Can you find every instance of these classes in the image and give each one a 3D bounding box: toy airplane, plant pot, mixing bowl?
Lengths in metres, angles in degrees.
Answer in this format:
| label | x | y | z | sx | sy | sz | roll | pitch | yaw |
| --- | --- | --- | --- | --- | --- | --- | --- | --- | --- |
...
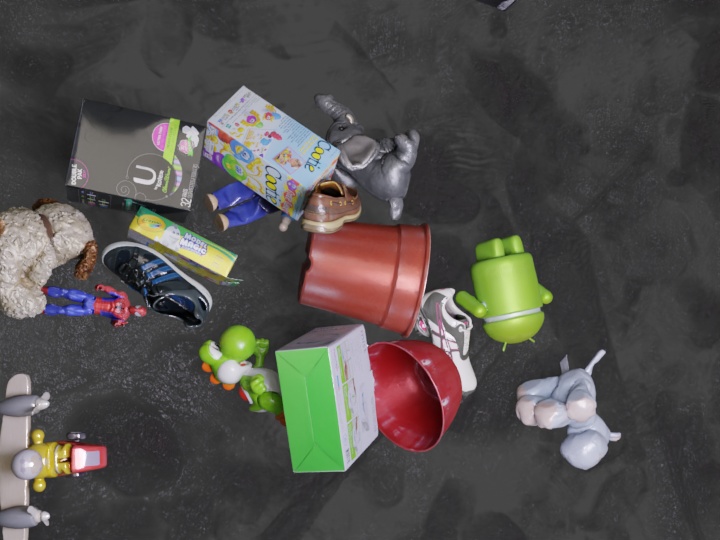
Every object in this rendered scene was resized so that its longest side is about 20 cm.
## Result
| label | x | y | z | sx | sy | sz | roll | pitch | yaw |
| --- | --- | --- | --- | --- | --- | --- | --- | --- | --- |
| toy airplane | -0.515 | 0.287 | 1.380 | 0.200 | 0.141 | 0.199 | 47 | 74 | -7 |
| plant pot | 0.000 | 0.000 | 1.550 | 0.195 | 0.201 | 0.201 | 10 | 80 | -7 |
| mixing bowl | 0.101 | 0.196 | 1.562 | 0.108 | 0.200 | 0.201 | -25 | 90 | -38 |

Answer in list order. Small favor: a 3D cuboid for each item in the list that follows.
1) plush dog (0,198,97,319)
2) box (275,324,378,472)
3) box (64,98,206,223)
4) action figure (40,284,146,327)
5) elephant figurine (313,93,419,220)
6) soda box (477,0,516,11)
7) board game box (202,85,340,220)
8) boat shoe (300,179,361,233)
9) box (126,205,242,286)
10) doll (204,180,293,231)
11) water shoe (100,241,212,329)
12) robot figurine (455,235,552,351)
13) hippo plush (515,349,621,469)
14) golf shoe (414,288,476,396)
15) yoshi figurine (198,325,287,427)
| label | x | y | z | sx | sy | sz | roll | pitch | yaw |
| --- | --- | --- | --- | --- | --- | --- | --- | --- | --- |
| plush dog | -0.501 | -0.051 | 1.411 | 0.172 | 0.161 | 0.200 | -22 | 63 | -39 |
| box | -0.048 | 0.203 | 1.484 | 0.096 | 0.176 | 0.201 | -6 | 98 | 19 |
| box | -0.367 | -0.175 | 1.490 | 0.199 | 0.124 | 0.149 | 11 | 80 | -14 |
| action figure | -0.441 | 0.053 | 1.457 | 0.199 | 0.099 | 0.065 | 8 | 81 | -18 |
| elephant figurine | -0.006 | -0.205 | 1.614 | 0.199 | 0.155 | 0.142 | 14 | 122 | -4 |
| soda box | 0.207 | -0.569 | 1.740 | 0.199 | 0.063 | 0.071 | 17 | 78 | -14 |
| board game box | -0.152 | -0.197 | 1.532 | 0.200 | 0.103 | 0.105 | 35 | 59 | 6 |
| boat shoe | -0.042 | -0.116 | 1.505 | 0.072 | 0.200 | 0.068 | 9 | 109 | 14 |
| box | -0.283 | -0.033 | 1.501 | 0.200 | 0.117 | 0.048 | 30 | 77 | -12 |
| doll | -0.164 | -0.128 | 1.583 | 0.200 | 0.048 | 0.137 | -26 | 81 | -24 |
| water shoe | -0.334 | 0.022 | 1.488 | 0.200 | 0.079 | 0.072 | 29 | 116 | -11 |
| robot figurine | 0.267 | 0.041 | 1.654 | 0.175 | 0.116 | 0.201 | -10 | 86 | -29 |
| hippo plush | 0.379 | 0.273 | 1.667 | 0.161 | 0.159 | 0.200 | 68 | 29 | -18 |
| golf shoe | 0.163 | 0.128 | 1.617 | 0.200 | 0.088 | 0.077 | 61 | 29 | -3 |
| yoshi figurine | -0.170 | 0.164 | 1.519 | 0.200 | 0.112 | 0.112 | 34 | 68 | -8 |
